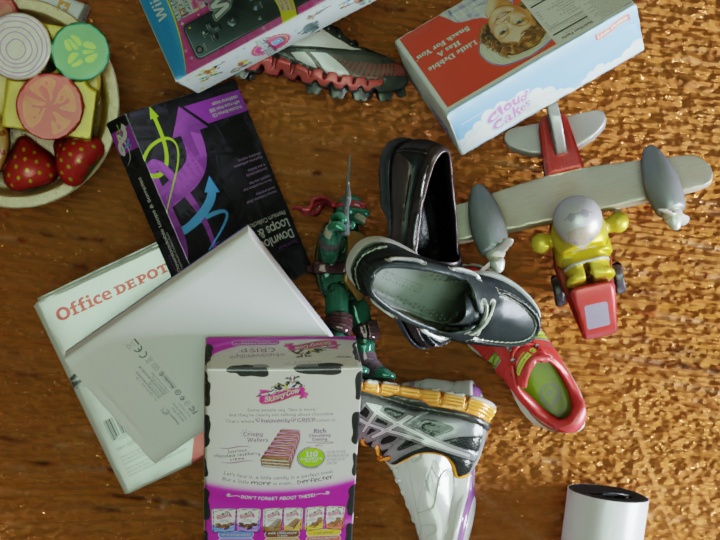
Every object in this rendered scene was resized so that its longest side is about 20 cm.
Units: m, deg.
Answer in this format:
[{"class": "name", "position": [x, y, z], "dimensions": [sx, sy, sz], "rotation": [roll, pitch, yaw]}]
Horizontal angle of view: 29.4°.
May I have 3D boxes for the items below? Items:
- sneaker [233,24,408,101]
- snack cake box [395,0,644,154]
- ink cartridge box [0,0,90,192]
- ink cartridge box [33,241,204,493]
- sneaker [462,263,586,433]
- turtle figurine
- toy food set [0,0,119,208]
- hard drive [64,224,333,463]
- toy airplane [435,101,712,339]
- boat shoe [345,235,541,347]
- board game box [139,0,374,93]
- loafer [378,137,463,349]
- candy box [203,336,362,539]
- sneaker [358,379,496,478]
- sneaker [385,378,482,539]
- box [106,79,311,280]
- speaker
[{"class": "sneaker", "position": [-0.047, -0.216, 1.293], "dimensions": [0.199, 0.071, 0.098], "rotation": [13, 95, -1]}, {"class": "snack cake box", "position": [0.147, -0.209, 1.275], "dimensions": [0.199, 0.067, 0.115], "rotation": [-30, 54, 0]}, {"class": "ink cartridge box", "position": [-0.384, -0.195, 1.297], "dimensions": [0.199, 0.047, 0.198], "rotation": [22, 93, -2]}, {"class": "ink cartridge box", "position": [-0.196, 0.085, 1.297], "dimensions": [0.146, 0.083, 0.201], "rotation": [-24, 94, -1]}, {"class": "sneaker", "position": [0.152, 0.073, 1.309], "dimensions": [0.077, 0.085, 0.200], "rotation": [-42, 94, -1]}, {"class": "turtle figurine", "position": [0.000, 0.000, 1.297], "dimensions": [0.149, 0.100, 0.201], "rotation": [10, 79, -44]}, {"class": "toy food set", "position": [-0.321, -0.157, 1.257], "dimensions": [0.199, 0.049, 0.199], "rotation": [7, 93, -3]}, {"class": "hard drive", "position": [-0.142, 0.067, 1.215], "dimensions": [0.200, 0.025, 0.132], "rotation": [-34, 111, 8]}, {"class": "toy airplane", "position": [0.199, -0.061, 1.274], "dimensions": [0.199, 0.141, 0.200], "rotation": [34, 96, 3]}, {"class": "boat shoe", "position": [0.080, 0.031, 1.214], "dimensions": [0.199, 0.060, 0.076], "rotation": [16, 105, -21]}, {"class": "board game box", "position": [-0.100, -0.272, 1.230], "dimensions": [0.199, 0.064, 0.148], "rotation": [-27, 83, 10]}, {"class": "loafer", "position": [0.062, -0.021, 1.249], "dimensions": [0.072, 0.063, 0.201], "rotation": [-22, 109, -43]}, {"class": "candy box", "position": [-0.072, 0.158, 1.216], "dimensions": [0.136, 0.061, 0.201], "rotation": [1, 116, -8]}, {"class": "sneaker", "position": [0.022, 0.141, 1.267], "dimensions": [0.199, 0.078, 0.078], "rotation": [8, 86, 15]}, {"class": "sneaker", "position": [0.064, 0.202, 1.329], "dimensions": [0.099, 0.075, 0.201], "rotation": [6, 88, 11]}, {"class": "box", "position": [-0.135, -0.066, 1.274], "dimensions": [0.143, 0.036, 0.201], "rotation": [-27, 97, -45]}, {"class": "speaker", "position": [0.228, 0.310, 1.327], "dimensions": [0.081, 0.081, 0.201], "rotation": [6, 93, -2]}]
